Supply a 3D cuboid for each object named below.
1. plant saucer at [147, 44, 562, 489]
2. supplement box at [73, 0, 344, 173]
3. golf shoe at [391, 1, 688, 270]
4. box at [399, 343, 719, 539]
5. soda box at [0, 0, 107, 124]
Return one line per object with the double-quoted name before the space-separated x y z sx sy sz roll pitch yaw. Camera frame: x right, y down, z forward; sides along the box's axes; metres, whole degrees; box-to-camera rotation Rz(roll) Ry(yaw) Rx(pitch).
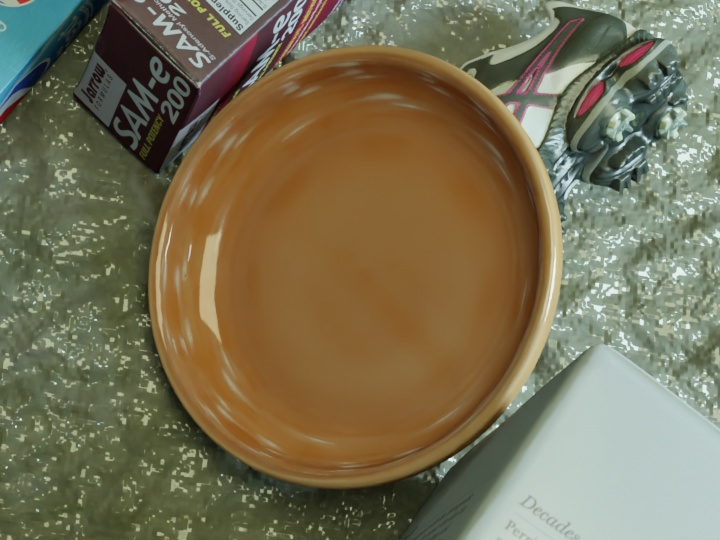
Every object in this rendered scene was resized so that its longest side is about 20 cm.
"plant saucer" 0.000 0.000 1.309 0.200 0.037 0.201 -5 78 23
"supplement box" -0.039 -0.144 1.365 0.061 0.109 0.200 44 66 4
"golf shoe" 0.065 -0.049 1.389 0.200 0.077 0.088 -40 57 -22
"box" 0.101 0.175 1.230 0.200 0.199 0.171 36 65 -1
"soda box" -0.186 -0.097 1.331 0.068 0.064 0.200 37 65 1
